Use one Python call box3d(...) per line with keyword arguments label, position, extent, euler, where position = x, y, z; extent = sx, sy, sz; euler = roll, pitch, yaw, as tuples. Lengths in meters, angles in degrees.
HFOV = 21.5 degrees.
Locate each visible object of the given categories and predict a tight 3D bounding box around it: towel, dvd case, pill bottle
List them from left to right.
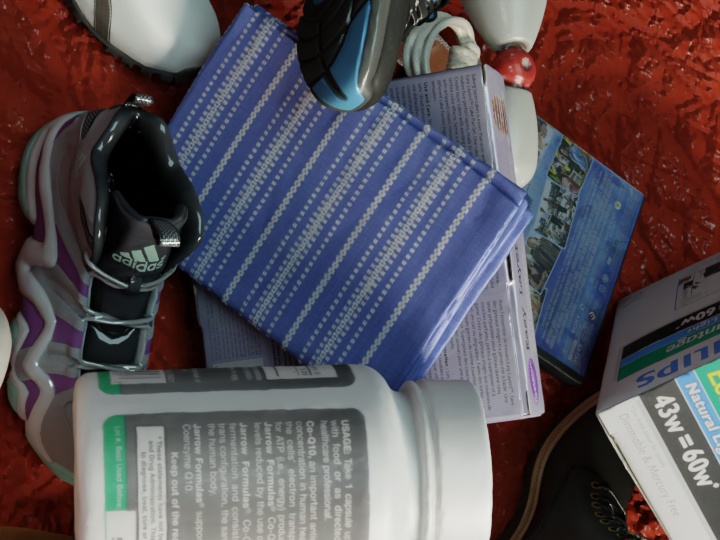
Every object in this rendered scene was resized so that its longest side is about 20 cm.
box3d(label="pill bottle", position=(-0.041, 0.104, 0.931), extent=(0.198, 0.113, 0.114), euler=(-1, 82, -9))
box3d(label="towel", position=(-0.021, -0.033, 1.011), extent=(0.145, 0.199, 0.024), euler=(-57, 162, 10))
box3d(label="dvd case", position=(0.087, -0.036, 1.190), extent=(0.199, 0.017, 0.144), euler=(33, 66, -26))

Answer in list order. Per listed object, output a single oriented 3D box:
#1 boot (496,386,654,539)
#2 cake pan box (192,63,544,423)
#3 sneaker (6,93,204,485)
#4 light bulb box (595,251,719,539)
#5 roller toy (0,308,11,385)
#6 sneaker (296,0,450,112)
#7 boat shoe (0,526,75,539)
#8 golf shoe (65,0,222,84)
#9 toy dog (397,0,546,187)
box3d(label="boot", position=(0.154, 0.153, 1.130), extent=(0.077, 0.138, 0.201), euler=(41, 62, -21))
box3d(label="cake pan box", position=(0.000, 0.000, 1.036), extent=(0.052, 0.182, 0.202), euler=(8, 73, -69))
box3d(label="sneaker", position=(-0.125, 0.008, 0.968), extent=(0.077, 0.139, 0.202), euler=(-2, 83, -33))
box3d(label="light bulb box", position=(0.246, 0.107, 1.152), extent=(0.199, 0.124, 0.200), euler=(60, 19, -10))
box3d(label="roller toy", position=(-0.259, 0.051, 0.848), extent=(0.140, 0.182, 0.201), euler=(42, 63, -19))
box3d(label="sneaker", position=(0.021, -0.156, 1.009), extent=(0.082, 0.073, 0.201), euler=(34, 47, -26))
box3d(label="boat shoe", position=(-0.145, 0.175, 0.973), extent=(0.198, 0.071, 0.071), euler=(4, 120, -27))
box3d(label="golf shoe", position=(-0.129, -0.194, 1.029), extent=(0.078, 0.094, 0.201), euler=(-42, 107, -32))
box3d(label="toy dog", position=(0.068, -0.150, 1.148), extent=(0.132, 0.096, 0.201), euler=(38, 60, -31))
